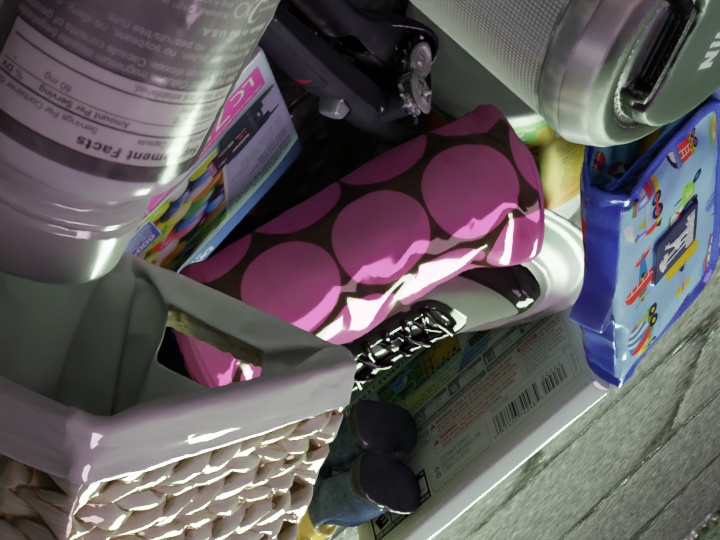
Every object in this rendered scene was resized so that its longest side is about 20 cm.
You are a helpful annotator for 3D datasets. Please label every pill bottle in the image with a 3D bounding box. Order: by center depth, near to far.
[{"bbox_3d":[-0.095,-0.100,0.725,0.113,0.114,0.201,-16,144,-54],"label":"pill bottle"},{"bbox_3d":[0.088,-0.095,1.096,0.111,0.111,0.200,-43,159,-9],"label":"pill bottle"}]

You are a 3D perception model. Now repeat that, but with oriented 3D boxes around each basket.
[{"bbox_3d":[-0.112,0.076,0.740,0.200,0.135,0.125,-8,117,-62],"label":"basket"}]

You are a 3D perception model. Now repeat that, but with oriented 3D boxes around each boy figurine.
[{"bbox_3d":[-0.048,0.136,1.231,0.199,0.126,0.064,-20,151,41],"label":"boy figurine"}]

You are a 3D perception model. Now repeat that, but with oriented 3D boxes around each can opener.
[{"bbox_3d":[-0.022,-0.111,0.899,0.200,0.078,0.064,30,64,-60],"label":"can opener"}]

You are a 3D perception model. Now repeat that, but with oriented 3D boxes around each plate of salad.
[{"bbox_3d":[0.040,-0.012,1.105,0.200,0.198,0.049,82,10,-64],"label":"plate of salad"}]

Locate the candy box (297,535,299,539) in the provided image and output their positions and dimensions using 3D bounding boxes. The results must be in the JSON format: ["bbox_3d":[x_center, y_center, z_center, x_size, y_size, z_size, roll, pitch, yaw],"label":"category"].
[{"bbox_3d":[-0.127,0.143,1.022,0.198,0.103,0.026,-4,174,-26],"label":"candy box"}]

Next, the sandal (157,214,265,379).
[{"bbox_3d":[-0.081,0.068,1.020,0.048,0.075,0.202,31,63,-38],"label":"sandal"}]

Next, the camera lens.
[{"bbox_3d":[0.088,-0.167,0.840,0.160,0.200,0.160,-39,159,-19],"label":"camera lens"}]

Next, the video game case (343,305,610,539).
[{"bbox_3d":[0.060,0.068,1.219,0.022,0.183,0.200,30,119,-34],"label":"video game case"}]

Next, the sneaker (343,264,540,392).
[{"bbox_3d":[0.009,0.031,1.052,0.198,0.080,0.074,-12,149,29],"label":"sneaker"}]

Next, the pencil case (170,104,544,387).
[{"bbox_3d":[0.000,0.000,0.952,0.199,0.091,0.094,-28,127,-8],"label":"pencil case"}]

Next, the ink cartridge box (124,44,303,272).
[{"bbox_3d":[-0.085,-0.044,0.913,0.119,0.042,0.200,-48,171,-5],"label":"ink cartridge box"}]

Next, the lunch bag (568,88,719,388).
[{"bbox_3d":[0.153,-0.049,1.012,0.201,0.093,0.151,-58,157,-32],"label":"lunch bag"}]
